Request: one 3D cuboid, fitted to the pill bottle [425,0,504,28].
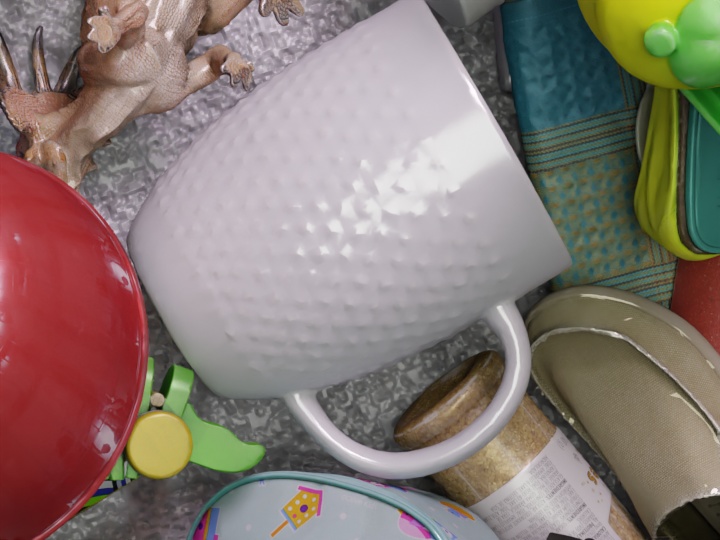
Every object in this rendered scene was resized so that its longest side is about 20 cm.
[{"bbox_3d":[0.101,-0.206,1.084,0.200,0.111,0.111,-39,96,-6],"label":"pill bottle"}]

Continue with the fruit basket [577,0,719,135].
[{"bbox_3d":[0.144,-0.146,0.942,0.156,0.216,0.216,-45,96,1],"label":"fruit basket"}]

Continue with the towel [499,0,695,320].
[{"bbox_3d":[0.153,-0.058,1.147,0.146,0.022,0.201,-13,103,-7],"label":"towel"}]

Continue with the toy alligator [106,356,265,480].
[{"bbox_3d":[-0.142,0.067,1.028,0.199,0.059,0.054,-1,89,-12],"label":"toy alligator"}]

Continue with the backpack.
[{"bbox_3d":[-0.019,0.191,1.062,0.175,0.153,0.201,9,79,31],"label":"backpack"}]

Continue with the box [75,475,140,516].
[{"bbox_3d":[-0.178,0.023,1.088,0.064,0.070,0.200,-31,95,-9],"label":"box"}]

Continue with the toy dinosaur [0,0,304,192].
[{"bbox_3d":[-0.109,-0.120,1.095,0.086,0.135,0.200,45,59,-27],"label":"toy dinosaur"}]

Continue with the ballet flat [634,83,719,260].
[{"bbox_3d":[0.162,-0.106,1.093,0.067,0.067,0.201,2,102,-26],"label":"ballet flat"}]

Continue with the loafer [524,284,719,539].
[{"bbox_3d":[0.155,0.088,1.111,0.200,0.076,0.068,42,41,-6],"label":"loafer"}]

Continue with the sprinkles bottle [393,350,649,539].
[{"bbox_3d":[0.102,0.134,1.131,0.068,0.068,0.200,-41,96,-6],"label":"sprinkles bottle"}]

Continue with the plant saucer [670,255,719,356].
[{"bbox_3d":[0.259,-0.005,1.147,0.199,0.037,0.201,5,100,-11],"label":"plant saucer"}]

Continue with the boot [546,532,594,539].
[{"bbox_3d":[0.152,0.227,1.070,0.157,0.079,0.212,8,107,9],"label":"boot"}]

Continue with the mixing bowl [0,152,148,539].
[{"bbox_3d":[-0.194,0.022,0.962,0.199,0.108,0.201,-1,71,3],"label":"mixing bowl"}]

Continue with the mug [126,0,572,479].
[{"bbox_3d":[0.000,0.000,1.071,0.175,0.148,0.200,-30,84,3],"label":"mug"}]

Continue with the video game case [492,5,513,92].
[{"bbox_3d":[0.151,-0.196,1.158,0.182,0.022,0.201,-5,92,-8],"label":"video game case"}]
